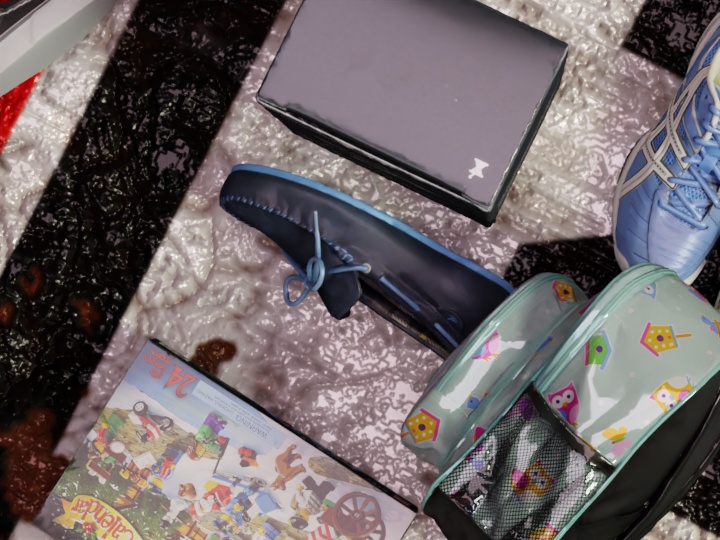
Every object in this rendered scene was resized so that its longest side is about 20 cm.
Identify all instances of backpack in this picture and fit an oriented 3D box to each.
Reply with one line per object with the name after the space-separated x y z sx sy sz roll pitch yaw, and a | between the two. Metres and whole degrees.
0.133 0.084 1.231 0.200 0.176 0.153 -42 72 10 | backpack

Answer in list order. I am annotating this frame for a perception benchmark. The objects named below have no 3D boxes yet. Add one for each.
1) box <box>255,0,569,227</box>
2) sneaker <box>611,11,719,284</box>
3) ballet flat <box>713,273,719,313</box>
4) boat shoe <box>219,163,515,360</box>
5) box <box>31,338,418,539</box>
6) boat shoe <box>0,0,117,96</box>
0.034 -0.105 1.231 0.148 0.200 0.104 26 90 3 | box
0.209 -0.078 1.285 0.076 0.077 0.200 21 91 1 | sneaker
0.244 0.050 1.290 0.064 0.067 0.200 -15 85 31 | ballet flat
0.000 0.000 1.288 0.200 0.084 0.069 25 78 5 | boat shoe
-0.083 0.153 1.312 0.200 0.038 0.137 32 90 3 | box
-0.240 -0.136 1.311 0.200 0.069 0.057 -36 87 3 | boat shoe
